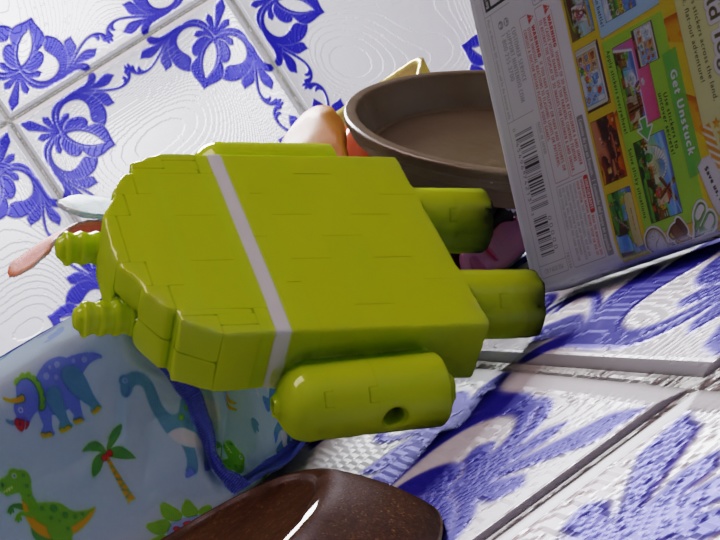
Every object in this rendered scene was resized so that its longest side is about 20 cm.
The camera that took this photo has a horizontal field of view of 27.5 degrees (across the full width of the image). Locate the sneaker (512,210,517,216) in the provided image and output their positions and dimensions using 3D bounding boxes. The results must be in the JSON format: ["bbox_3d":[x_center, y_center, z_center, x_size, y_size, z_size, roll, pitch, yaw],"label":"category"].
[{"bbox_3d":[0.022,-0.024,1.000,0.200,0.089,0.077,-35,5,-20],"label":"sneaker"}]

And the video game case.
[{"bbox_3d":[0.108,-0.104,0.625,0.023,0.200,0.182,-8,-8,-27],"label":"video game case"}]

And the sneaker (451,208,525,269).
[{"bbox_3d":[0.000,0.000,0.876,0.200,0.095,0.079,-34,6,3],"label":"sneaker"}]

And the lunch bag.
[{"bbox_3d":[-0.117,0.079,0.730,0.170,0.128,0.200,-29,-5,15],"label":"lunch bag"}]

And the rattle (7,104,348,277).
[{"bbox_3d":[-0.088,-0.051,0.784,0.200,0.143,0.130,4,-21,-23],"label":"rattle"}]

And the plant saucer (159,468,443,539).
[{"bbox_3d":[-0.066,0.120,0.463,0.200,0.035,0.200,-33,4,2],"label":"plant saucer"}]

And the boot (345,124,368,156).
[{"bbox_3d":[-0.038,-0.053,1.048,0.075,0.107,0.200,84,-149,-85],"label":"boot"}]

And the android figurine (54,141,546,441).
[{"bbox_3d":[-0.027,0.000,0.626,0.200,0.182,0.041,-4,-50,-22],"label":"android figurine"}]

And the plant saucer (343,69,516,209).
[{"bbox_3d":[0.089,-0.075,0.836,0.200,0.030,0.200,3,22,-1],"label":"plant saucer"}]

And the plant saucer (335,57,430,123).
[{"bbox_3d":[-0.003,-0.044,1.172,0.200,0.048,0.200,-26,45,56],"label":"plant saucer"}]
